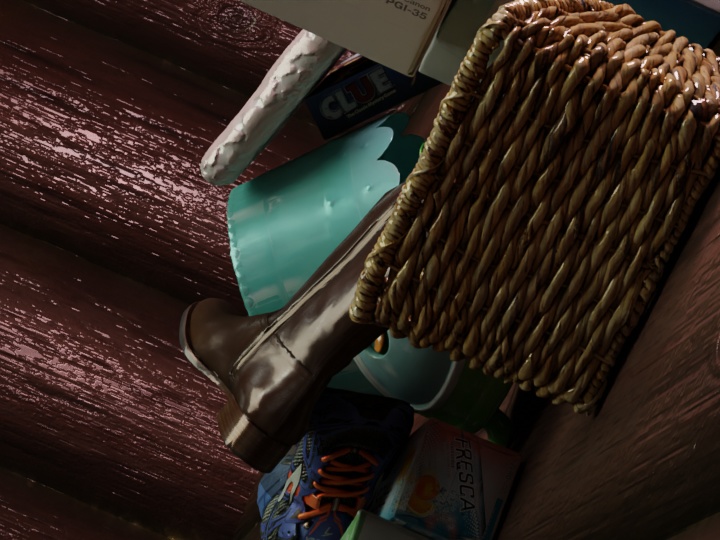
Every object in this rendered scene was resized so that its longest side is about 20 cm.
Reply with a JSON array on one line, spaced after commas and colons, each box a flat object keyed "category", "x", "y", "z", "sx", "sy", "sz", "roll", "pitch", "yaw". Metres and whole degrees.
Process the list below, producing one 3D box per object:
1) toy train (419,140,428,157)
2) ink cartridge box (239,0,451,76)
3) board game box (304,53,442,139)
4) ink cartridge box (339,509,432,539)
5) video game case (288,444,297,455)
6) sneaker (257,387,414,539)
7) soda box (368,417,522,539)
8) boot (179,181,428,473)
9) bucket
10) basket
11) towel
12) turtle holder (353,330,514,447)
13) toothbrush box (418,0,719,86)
[{"category": "toy train", "x": 0.115, "y": -0.104, "z": 1.622, "sx": 0.200, "sy": 0.056, "sz": 0.042, "roll": -37, "pitch": 2, "yaw": -37}, {"category": "ink cartridge box", "x": 0.005, "y": -0.236, "z": 1.538, "sx": 0.083, "sy": 0.146, "sz": 0.200, "roll": 117, "pitch": 176, "yaw": -49}, {"category": "board game box", "x": 0.038, "y": -0.157, "z": 1.833, "sx": 0.135, "sy": 0.035, "sz": 0.200, "roll": -25, "pitch": 8, "yaw": 12}, {"category": "ink cartridge box", "x": -0.012, "y": 0.260, "z": 1.506, "sx": 0.200, "sy": 0.087, "sz": 0.146, "roll": 122, "pitch": 170, "yaw": -55}, {"category": "video game case", "x": -0.027, "y": 0.134, "z": 1.782, "sx": 0.018, "sy": 0.200, "sz": 0.143, "roll": -28, "pitch": 15, "yaw": 12}, {"category": "sneaker", "x": -0.015, "y": 0.138, "z": 1.542, "sx": 0.200, "sy": 0.075, "sz": 0.079, "roll": 114, "pitch": 161, "yaw": -55}, {"category": "soda box", "x": 0.043, "y": 0.149, "z": 1.559, "sx": 0.200, "sy": 0.063, "sz": 0.069, "roll": 125, "pitch": 167, "yaw": -75}, {"category": "boot", "x": -0.018, "y": 0.005, "z": 1.493, "sx": 0.200, "sy": 0.064, "sz": 0.186, "roll": -51, "pitch": 31, "yaw": 13}, {"category": "bucket", "x": 0.000, "y": 0.000, "z": 1.777, "sx": 0.135, "sy": 0.208, "sz": 0.207, "roll": -20, "pitch": 19, "yaw": 13}, {"category": "basket", "x": 0.099, "y": -0.051, "z": 1.345, "sx": 0.143, "sy": 0.149, "sz": 0.200, "roll": -77, "pitch": 10, "yaw": -66}, {"category": "towel", "x": -0.032, "y": -0.158, "z": 1.781, "sx": 0.200, "sy": 0.032, "sz": 0.191, "roll": -51, "pitch": 3, "yaw": 17}, {"category": "turtle holder", "x": 0.063, "y": 0.018, "z": 1.538, "sx": 0.186, "sy": 0.131, "sz": 0.141, "roll": 123, "pitch": 170, "yaw": -69}, {"category": "toothbrush box", "x": 0.136, "y": -0.168, "z": 1.509, "sx": 0.200, "sy": 0.146, "sz": 0.085, "roll": 119, "pitch": 174, "yaw": -63}]
